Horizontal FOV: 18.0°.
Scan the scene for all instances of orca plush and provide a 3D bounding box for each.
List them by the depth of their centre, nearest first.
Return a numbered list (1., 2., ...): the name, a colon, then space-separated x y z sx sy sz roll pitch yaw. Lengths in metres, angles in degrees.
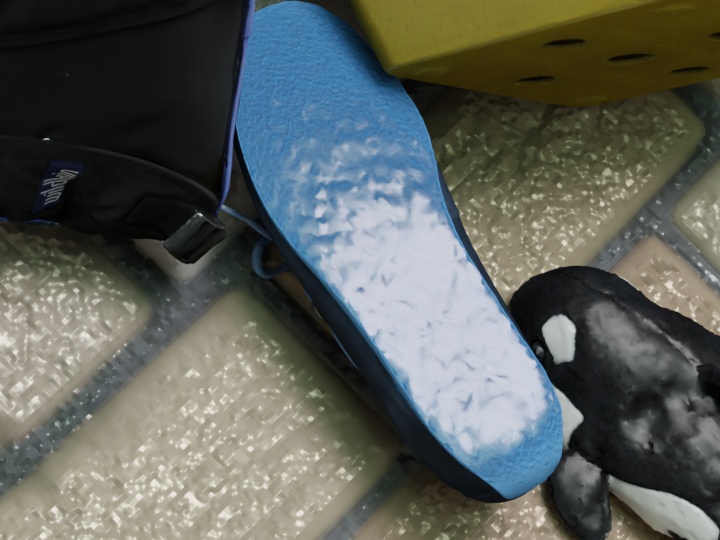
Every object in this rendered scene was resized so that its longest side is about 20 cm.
1. orca plush: 0.132 0.075 0.835 0.105 0.071 0.200 -19 75 -24

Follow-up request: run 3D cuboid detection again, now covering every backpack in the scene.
1. backpack: -0.142 -0.106 0.766 0.200 0.183 0.147 -1 48 -14

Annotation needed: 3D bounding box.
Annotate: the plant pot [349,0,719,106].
1. plant pot: 0.091 -0.162 0.831 0.200 0.200 0.177 4 78 -51

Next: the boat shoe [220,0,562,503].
1. boat shoe: 0.000 0.000 0.829 0.084 0.069 0.200 -19 75 -14
